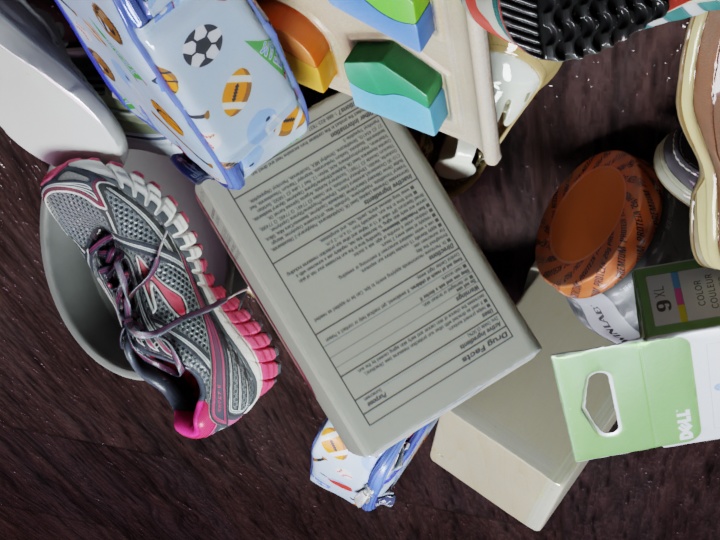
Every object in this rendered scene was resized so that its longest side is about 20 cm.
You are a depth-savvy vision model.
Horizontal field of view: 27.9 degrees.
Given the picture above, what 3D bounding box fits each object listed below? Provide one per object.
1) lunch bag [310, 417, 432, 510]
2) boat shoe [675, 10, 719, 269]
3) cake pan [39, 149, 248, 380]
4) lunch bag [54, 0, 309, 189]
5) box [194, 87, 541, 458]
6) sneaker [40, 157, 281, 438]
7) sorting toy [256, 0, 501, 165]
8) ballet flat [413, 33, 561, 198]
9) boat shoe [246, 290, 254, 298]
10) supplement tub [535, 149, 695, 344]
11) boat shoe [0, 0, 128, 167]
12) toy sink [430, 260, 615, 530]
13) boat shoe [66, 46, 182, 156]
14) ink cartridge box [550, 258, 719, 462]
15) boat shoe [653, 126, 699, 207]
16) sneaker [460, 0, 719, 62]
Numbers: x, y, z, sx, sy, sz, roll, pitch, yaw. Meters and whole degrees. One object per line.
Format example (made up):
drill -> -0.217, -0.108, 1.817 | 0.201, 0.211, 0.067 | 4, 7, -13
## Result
lunch bag -> 0.032, 0.091, 1.125 | 0.076, 0.200, 0.160 | 29, 159, 6
boat shoe -> 0.211, -0.074, 0.754 | 0.068, 0.072, 0.200 | 22, 144, 35
cake pan -> -0.152, -0.023, 1.038 | 0.200, 0.200, 0.037 | -6, -178, 39
lunch bag -> -0.116, -0.139, 0.798 | 0.160, 0.076, 0.200 | 38, 164, 36
box -> 0.000, 0.000, 0.909 | 0.200, 0.128, 0.109 | 59, 171, 1
sneaker -> -0.133, 0.015, 0.925 | 0.200, 0.075, 0.081 | 51, 141, -8
sorting toy -> -0.016, -0.140, 0.775 | 0.200, 0.036, 0.185 | 29, 161, 21
ballet flat -> 0.075, -0.100, 0.862 | 0.069, 0.063, 0.200 | 14, 157, -3
boat shoe -> -0.067, -0.020, 1.115 | 0.201, 0.072, 0.066 | 24, 135, -26
supplement tub -> 0.219, 0.008, 0.947 | 0.200, 0.123, 0.123 | 26, 154, -27
boat shoe -> -0.217, -0.140, 0.903 | 0.200, 0.069, 0.072 | 40, 136, -21
toy sink -> 0.150, 0.073, 1.097 | 0.112, 0.200, 0.130 | 34, 160, 13
boat shoe -> -0.142, -0.116, 0.947 | 0.200, 0.072, 0.062 | -2, 148, 37
ink cartridge box -> 0.215, 0.045, 0.856 | 0.200, 0.059, 0.104 | -11, 135, 8
boat shoe -> 0.275, -0.053, 0.853 | 0.200, 0.072, 0.065 | 18, 142, 1
sneaker -> 0.136, -0.146, 0.651 | 0.200, 0.070, 0.093 | -18, -159, -16
